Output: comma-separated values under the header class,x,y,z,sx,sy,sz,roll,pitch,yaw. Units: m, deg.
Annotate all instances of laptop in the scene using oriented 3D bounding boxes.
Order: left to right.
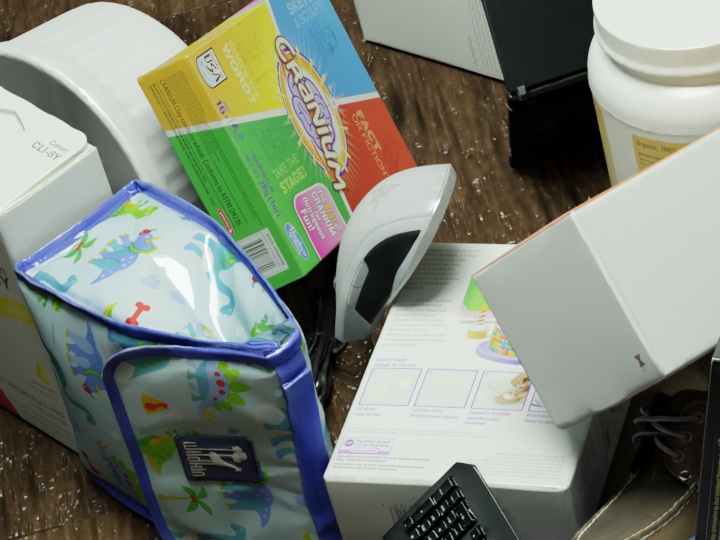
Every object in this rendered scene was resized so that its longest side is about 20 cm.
class,x,y,z,sx,sy,sz,roll,pitch,yaw
laptop,0.161,-0.167,1.865,0.176,0.200,0.104,-18,71,-2

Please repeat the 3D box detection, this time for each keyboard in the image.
class,x,y,z,sx,sy,sz,roll,pitch,yaw
keyboard,0.061,0.204,1.552,0.104,0.040,0.200,-51,50,27

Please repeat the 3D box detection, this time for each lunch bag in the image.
class,x,y,z,sx,sy,sz,roll,pitch,yaw
lunch bag,-0.090,0.070,1.711,0.200,0.171,0.127,26,54,39

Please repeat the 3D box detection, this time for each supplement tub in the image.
class,x,y,z,sx,sy,sz,roll,pitch,yaw
supplement tub,0.214,-0.091,1.772,0.144,0.201,0.145,-9,40,8

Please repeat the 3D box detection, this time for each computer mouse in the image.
class,x,y,z,sx,sy,sz,roll,pitch,yaw
computer mouse,0.000,0.000,1.760,0.044,0.200,0.110,26,45,-5

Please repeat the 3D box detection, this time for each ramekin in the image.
class,x,y,z,sx,sy,sz,roll,pitch,yaw
ramekin,-0.163,-0.073,1.891,0.200,0.201,0.098,21,45,37

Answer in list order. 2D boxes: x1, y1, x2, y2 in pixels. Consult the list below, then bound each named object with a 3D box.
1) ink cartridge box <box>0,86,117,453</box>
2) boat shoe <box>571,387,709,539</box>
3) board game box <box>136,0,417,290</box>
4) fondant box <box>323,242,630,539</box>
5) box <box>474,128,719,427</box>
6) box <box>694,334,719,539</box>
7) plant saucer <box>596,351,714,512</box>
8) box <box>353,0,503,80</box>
class,x,y,z,sx,sy,sz,roll,pitch,yaw
ink cartridge box,-0.208,-0.004,1.815,0.083,0.201,0.145,-38,43,-25
boat shoe,0.180,0.098,1.600,0.200,0.073,0.072,-36,22,-29
board game box,-0.048,-0.089,1.850,0.040,0.154,0.200,-23,11,29
fondant box,0.078,0.070,1.692,0.144,0.058,0.200,2,43,21
box,0.182,-0.014,1.571,0.200,0.098,0.124,-29,-3,-28
box,0.250,0.125,1.486,0.159,0.201,0.044,10,37,14
plant saucer,0.155,0.089,1.713,0.199,0.035,0.201,-10,40,9
box,0.103,-0.208,2.030,0.199,0.098,0.124,19,51,36
